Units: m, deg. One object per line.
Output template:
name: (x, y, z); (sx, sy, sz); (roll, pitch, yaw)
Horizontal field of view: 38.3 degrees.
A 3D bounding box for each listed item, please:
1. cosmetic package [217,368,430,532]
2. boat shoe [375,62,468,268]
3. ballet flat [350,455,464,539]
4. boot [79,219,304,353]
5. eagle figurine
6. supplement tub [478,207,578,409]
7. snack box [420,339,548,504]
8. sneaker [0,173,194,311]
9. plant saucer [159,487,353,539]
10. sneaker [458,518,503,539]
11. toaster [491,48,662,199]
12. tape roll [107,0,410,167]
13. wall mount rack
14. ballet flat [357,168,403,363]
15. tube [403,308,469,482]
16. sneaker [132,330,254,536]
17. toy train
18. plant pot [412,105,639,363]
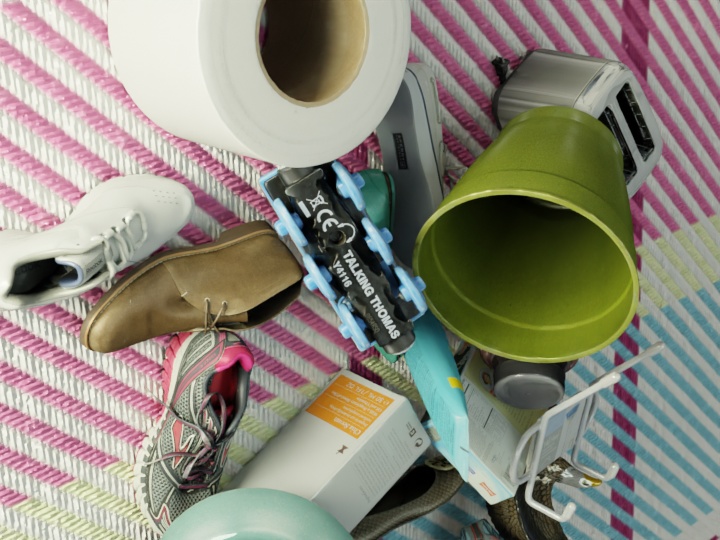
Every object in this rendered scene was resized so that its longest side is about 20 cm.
cosmetic package: (-0.040, 0.197, 0.999); (0.200, 0.101, 0.071); (-45, 127, -23)
boat shoe: (0.063, -0.106, 1.022); (0.086, 0.075, 0.202); (-27, 113, -43)
ballet flat: (0.035, 0.246, 1.110); (0.200, 0.067, 0.046); (-27, 103, -27)
boot: (-0.136, 0.025, 0.870); (0.200, 0.075, 0.074); (-27, 150, -30)
eagle figurine: (0.199, 0.246, 1.185); (0.152, 0.151, 0.200); (18, 84, -53)
supplement tub: (0.176, 0.040, 1.078); (0.107, 0.107, 0.200); (43, 42, -40)
snack box: (0.143, 0.133, 1.098); (0.116, 0.037, 0.200); (47, 43, -12)
sneaker: (-0.207, -0.014, 0.799); (0.200, 0.087, 0.075); (-31, 120, -31)
plant saucer: (-0.091, 0.289, 0.896); (0.200, 0.036, 0.200); (0, 97, 0)
sneaker: (0.154, 0.355, 1.229); (0.079, 0.096, 0.200); (-18, 144, -8)
toaster: (0.232, -0.155, 1.105); (0.114, 0.129, 0.200); (-50, 129, -19)
tape roll: (-0.078, -0.191, 0.820); (0.203, 0.139, 0.203); (-15, 113, -38)
wall mount rack: (0.233, 0.153, 1.055); (0.200, 0.075, 0.174); (-19, 125, -52)
ballet flat: (0.000, 0.000, 1.007); (0.070, 0.067, 0.200); (-9, 111, -13)
tube: (0.074, 0.105, 0.999); (0.050, 0.200, 0.077); (-12, 126, -4)
sneaker: (-0.145, 0.147, 0.911); (0.081, 0.075, 0.200); (1, 103, -41)
toy train: (-0.015, -0.018, 0.906); (0.087, 0.114, 0.200); (-32, 106, -3)
plant pot: (0.171, -0.051, 0.978); (0.200, 0.200, 0.193); (65, 33, -33)
